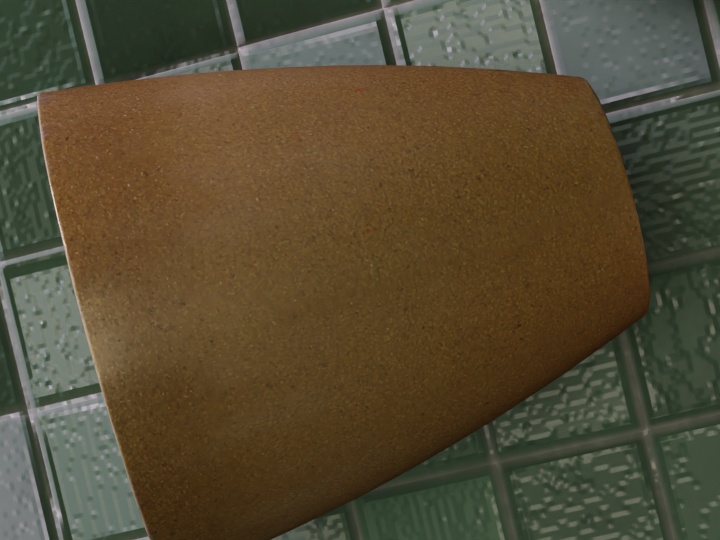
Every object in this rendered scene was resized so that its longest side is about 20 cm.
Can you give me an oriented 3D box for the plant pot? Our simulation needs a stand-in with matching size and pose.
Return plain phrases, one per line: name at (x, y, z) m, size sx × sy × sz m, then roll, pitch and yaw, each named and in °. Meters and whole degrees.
plant pot at (0.000, 0.000, 0.875) m, size 0.199 × 0.186 × 0.187 m, roll -15°, pitch 90°, yaw -2°
